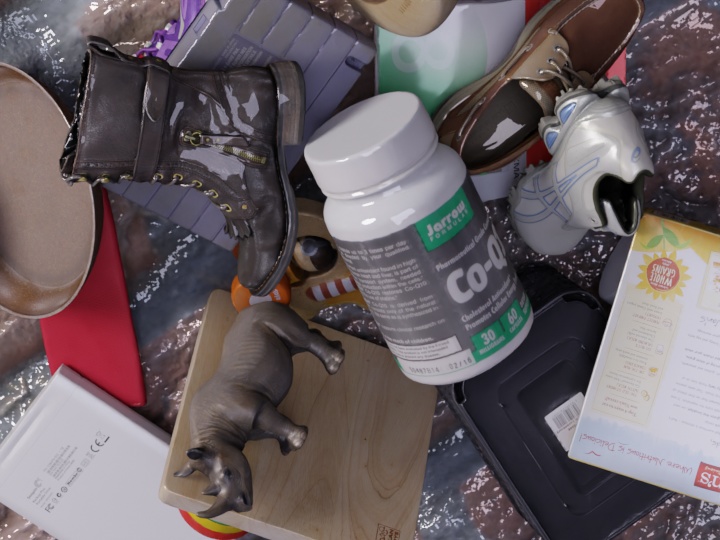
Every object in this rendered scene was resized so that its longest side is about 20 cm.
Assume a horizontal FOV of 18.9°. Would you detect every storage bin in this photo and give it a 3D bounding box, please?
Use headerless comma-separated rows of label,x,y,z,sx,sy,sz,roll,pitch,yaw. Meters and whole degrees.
storage bin,0.156,0.112,1.725,0.135,0.094,0.200,-35,111,-4

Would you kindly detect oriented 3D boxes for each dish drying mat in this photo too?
dish drying mat,-0.222,0.021,1.733,0.077,0.018,0.200,-5,116,7

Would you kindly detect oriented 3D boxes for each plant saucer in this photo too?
plant saucer,-0.259,-0.064,1.659,0.200,0.032,0.201,16,114,39

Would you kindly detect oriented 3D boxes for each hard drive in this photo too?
hard drive,-0.199,0.181,1.782,0.200,0.027,0.132,35,112,-11

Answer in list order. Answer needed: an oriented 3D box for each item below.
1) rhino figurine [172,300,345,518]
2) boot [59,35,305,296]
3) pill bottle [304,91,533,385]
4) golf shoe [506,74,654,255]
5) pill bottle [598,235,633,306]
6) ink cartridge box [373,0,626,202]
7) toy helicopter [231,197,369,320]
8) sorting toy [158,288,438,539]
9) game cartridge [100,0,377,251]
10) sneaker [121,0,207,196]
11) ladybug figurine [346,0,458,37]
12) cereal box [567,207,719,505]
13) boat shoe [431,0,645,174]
rhino figurine,-0.083,0.106,1.628,0.087,0.200,0.060,31,145,-7
boot,-0.134,-0.075,1.583,0.174,0.069,0.200,-2,111,-18
pill bottle,0.042,-0.024,1.610,0.113,0.113,0.200,-25,115,6
golf shoe,0.169,-0.052,1.636,0.078,0.200,0.097,-20,63,-18
pill bottle,0.293,0.037,1.716,0.200,0.112,0.112,30,104,-10
ink cartridge box,0.110,-0.133,1.693,0.200,0.050,0.161,-2,107,1
toy helicopter,0.000,0.000,1.713,0.200,0.079,0.132,29,124,-26
sorting toy,-0.052,0.139,1.704,0.199,0.200,0.070,20,139,-10
game cartridge,-0.096,-0.121,1.625,0.130,0.038,0.200,29,110,-24
sneaker,-0.156,-0.148,1.666,0.083,0.081,0.200,22,106,-2
ladybug figurine,0.010,-0.266,1.610,0.072,0.136,0.200,-32,80,-32
cereal box,0.253,0.068,1.641,0.144,0.040,0.200,18,101,9
boat shoe,0.140,-0.140,1.636,0.200,0.072,0.076,-45,112,7
